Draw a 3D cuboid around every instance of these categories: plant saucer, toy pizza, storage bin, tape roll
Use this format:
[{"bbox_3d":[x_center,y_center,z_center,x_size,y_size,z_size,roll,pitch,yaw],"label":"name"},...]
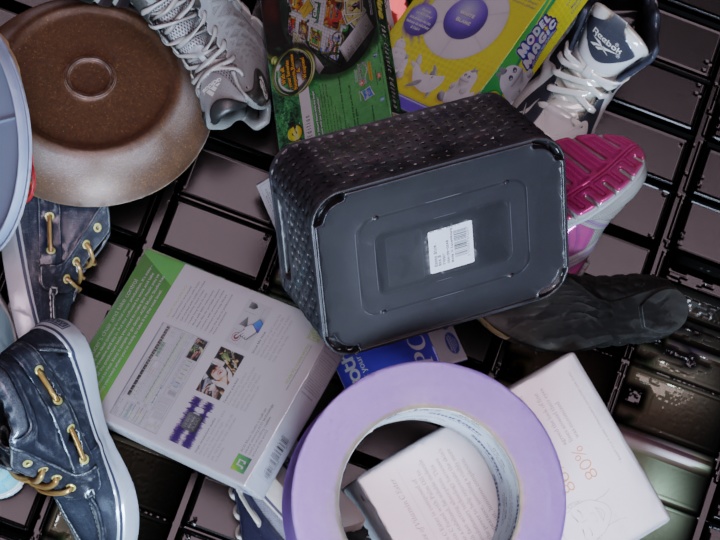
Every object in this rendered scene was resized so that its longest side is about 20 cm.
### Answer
[{"bbox_3d":[-0.216,-0.145,1.643,0.200,0.037,0.201,3,62,-6],"label":"plant saucer"},{"bbox_3d":[-0.303,-0.106,1.598,0.032,0.200,0.201,-8,79,-41],"label":"toy pizza"},{"bbox_3d":[0.045,-0.036,1.524,0.199,0.094,0.136,-15,121,-16],"label":"storage bin"},{"bbox_3d":[0.044,0.170,1.507,0.199,0.085,0.201,1,80,-6],"label":"tape roll"}]

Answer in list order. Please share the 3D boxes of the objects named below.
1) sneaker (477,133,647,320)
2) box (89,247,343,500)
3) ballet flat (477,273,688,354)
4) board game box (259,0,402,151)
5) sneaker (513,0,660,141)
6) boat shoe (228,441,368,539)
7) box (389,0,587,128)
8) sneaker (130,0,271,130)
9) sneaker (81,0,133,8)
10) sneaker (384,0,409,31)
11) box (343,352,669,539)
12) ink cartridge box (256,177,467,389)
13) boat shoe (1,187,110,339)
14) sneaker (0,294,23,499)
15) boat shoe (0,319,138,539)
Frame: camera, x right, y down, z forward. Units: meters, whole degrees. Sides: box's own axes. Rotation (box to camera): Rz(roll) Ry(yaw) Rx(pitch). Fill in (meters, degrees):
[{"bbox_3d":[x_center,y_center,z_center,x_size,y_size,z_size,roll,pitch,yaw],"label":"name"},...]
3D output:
[{"bbox_3d":[0.151,-0.029,1.659,0.200,0.088,0.081,-39,51,3],"label":"sneaker"},{"bbox_3d":[-0.122,0.076,1.591,0.200,0.036,0.145,22,73,31],"label":"box"},{"bbox_3d":[0.171,0.033,1.631,0.200,0.057,0.067,2,88,-31],"label":"ballet flat"},{"bbox_3d":[-0.024,-0.161,1.618,0.105,0.023,0.201,-17,66,23],"label":"board game box"},{"bbox_3d":[0.181,-0.161,1.663,0.079,0.130,0.199,37,80,3],"label":"sneaker"},{"bbox_3d":[-0.083,0.172,1.614,0.075,0.093,0.200,-5,44,-44],"label":"boat shoe"},{"bbox_3d":[0.097,-0.194,1.620,0.117,0.048,0.200,28,76,38],"label":"box"},{"bbox_3d":[-0.122,-0.177,1.600,0.075,0.200,0.116,-26,50,21],"label":"sneaker"},{"bbox_3d":[-0.171,-0.279,1.670,0.200,0.076,0.116,-2,64,-35],"label":"sneaker"},{"bbox_3d":[-0.022,-0.228,1.689,0.108,0.067,0.202,-14,84,-10],"label":"sneaker"},{"bbox_3d":[0.111,0.181,1.610,0.200,0.106,0.153,-29,85,-9],"label":"box"},{"bbox_3d":[0.000,0.000,1.640,0.094,0.044,0.200,-28,82,32],"label":"ink cartridge box"},{"bbox_3d":[-0.236,-0.006,1.631,0.091,0.071,0.201,-11,81,-8],"label":"boat shoe"},{"bbox_3d":[-0.298,0.076,1.606,0.074,0.082,0.201,-18,82,-8],"label":"sneaker"},{"bbox_3d":[-0.236,0.143,1.558,0.091,0.071,0.201,-32,116,-42],"label":"boat shoe"}]
